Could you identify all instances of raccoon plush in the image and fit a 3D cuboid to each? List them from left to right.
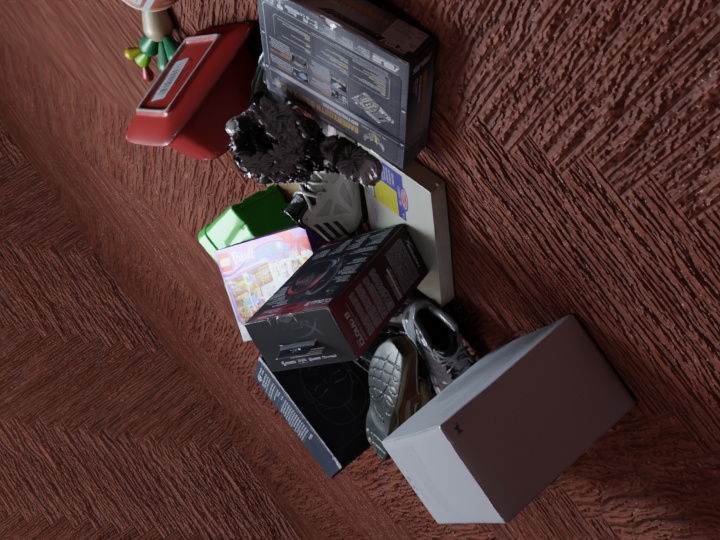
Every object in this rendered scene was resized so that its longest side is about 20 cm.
[{"bbox_3d":[-0.069,-0.137,1.131,0.198,0.098,0.134,30,-168,1],"label":"raccoon plush"}]

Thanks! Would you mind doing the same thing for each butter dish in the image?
[{"bbox_3d":[-0.198,-0.221,1.316,0.147,0.202,0.198,39,168,-31],"label":"butter dish"}]

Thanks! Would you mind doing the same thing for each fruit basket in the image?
[{"bbox_3d":[-0.140,-0.005,1.478,0.214,0.155,0.219,26,132,34],"label":"fruit basket"}]

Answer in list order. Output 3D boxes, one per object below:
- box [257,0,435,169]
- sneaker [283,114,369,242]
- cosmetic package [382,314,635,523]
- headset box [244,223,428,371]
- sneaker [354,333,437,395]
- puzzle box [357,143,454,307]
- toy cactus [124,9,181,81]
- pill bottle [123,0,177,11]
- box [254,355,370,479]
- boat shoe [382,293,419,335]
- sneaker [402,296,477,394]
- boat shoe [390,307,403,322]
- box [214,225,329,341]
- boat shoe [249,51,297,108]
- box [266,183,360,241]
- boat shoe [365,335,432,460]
[{"bbox_3d":[-0.017,-0.216,1.016,0.199,0.048,0.159,33,153,20],"label":"box"},{"bbox_3d":[-0.047,-0.117,1.188,0.075,0.115,0.203,31,148,45],"label":"sneaker"},{"bbox_3d":[0.157,0.170,1.061,0.124,0.198,0.200,53,159,3],"label":"cosmetic package"},{"bbox_3d":[-0.032,0.038,1.146,0.147,0.200,0.076,-13,114,41],"label":"headset box"},{"bbox_3d":[0.065,0.145,1.353,0.200,0.104,0.060,47,158,21],"label":"sneaker"},{"bbox_3d":[0.057,-0.060,1.174,0.133,0.025,0.202,40,154,35],"label":"puzzle box"},{"bbox_3d":[-0.311,-0.337,1.484,0.200,0.101,0.167,40,146,54],"label":"toy cactus"},{"bbox_3d":[-0.248,-0.405,1.198,0.113,0.112,0.199,58,158,-10],"label":"pill bottle"},{"bbox_3d":[-0.022,0.164,1.439,0.197,0.199,0.124,51,160,10],"label":"box"},{"bbox_3d":[0.026,0.060,1.342,0.198,0.057,0.069,18,142,41],"label":"boat shoe"},{"bbox_3d":[0.118,0.122,1.211,0.201,0.075,0.116,54,177,4],"label":"sneaker"},{"bbox_3d":[0.000,0.000,1.306,0.066,0.057,0.200,25,-170,-44],"label":"boat shoe"},{"bbox_3d":[-0.109,0.017,1.326,0.198,0.039,0.139,-12,99,44],"label":"box"},{"bbox_3d":[-0.092,-0.240,1.176,0.076,0.060,0.200,53,158,9],"label":"boat shoe"},{"bbox_3d":[-0.059,-0.064,1.421,0.199,0.021,0.165,14,135,60],"label":"box"},{"bbox_3d":[0.055,0.165,1.284,0.076,0.073,0.202,54,148,40],"label":"boat shoe"}]
